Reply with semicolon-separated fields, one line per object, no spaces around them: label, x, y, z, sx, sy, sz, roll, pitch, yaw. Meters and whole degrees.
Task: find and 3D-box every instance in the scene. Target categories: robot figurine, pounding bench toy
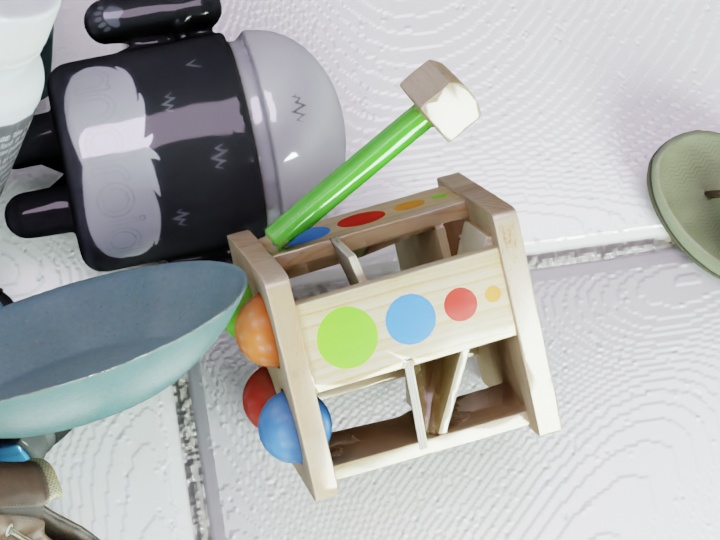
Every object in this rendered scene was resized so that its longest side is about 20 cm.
robot figurine;-0.108;-0.068;1.411;0.200;0.150;0.125;-12;40;-7
pounding bench toy;0.000;0.000;1.333;0.156;0.124;0.200;-15;105;-9

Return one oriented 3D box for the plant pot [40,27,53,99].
plant pot;-0.283;-0.148;1.433;0.200;0.141;0.141;-6;67;-12

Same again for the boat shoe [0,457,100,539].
boat shoe;-0.193;0.121;1.284;0.075;0.202;0.075;-41;52;-3

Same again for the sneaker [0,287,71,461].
sneaker;-0.243;0.037;1.396;0.200;0.073;0.082;36;50;9

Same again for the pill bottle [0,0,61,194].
pill bottle;-0.235;-0.082;1.316;0.113;0.200;0.113;20;32;-13

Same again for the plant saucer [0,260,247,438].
plant saucer;-0.150;0.048;1.289;0.201;0.201;0.039;-18;104;-10

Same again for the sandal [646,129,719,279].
sandal;0.251;-0.010;1.433;0.080;0.057;0.201;-38;73;-17
